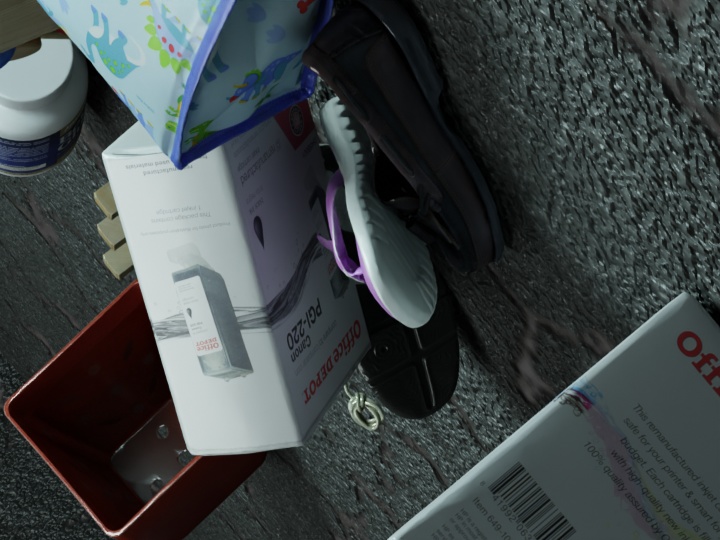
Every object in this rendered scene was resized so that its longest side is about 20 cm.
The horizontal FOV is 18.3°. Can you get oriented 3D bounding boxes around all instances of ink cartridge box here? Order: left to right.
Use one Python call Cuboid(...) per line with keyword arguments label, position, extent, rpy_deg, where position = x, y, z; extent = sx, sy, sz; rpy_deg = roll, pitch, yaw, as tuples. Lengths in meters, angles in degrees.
Cuboid(label="ink cartridge box", position=(-0.071, -0.007, 1.367), extent=(0.084, 0.146, 0.201), rpy_deg=(-5, 112, 21))
Cuboid(label="ink cartridge box", position=(0.127, 0.139, 1.151), extent=(0.147, 0.200, 0.146), rpy_deg=(50, 167, 7))

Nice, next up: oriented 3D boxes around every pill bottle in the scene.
Cuboid(label="pill bottle", position=(-0.289, -0.156, 1.910), extent=(0.111, 0.111, 0.200), rpy_deg=(51, 166, 3))

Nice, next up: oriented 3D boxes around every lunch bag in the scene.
Cuboid(label="lunch bag", position=(-0.096, -0.188, 1.212), extent=(0.170, 0.127, 0.200), rpy_deg=(47, 153, 19))

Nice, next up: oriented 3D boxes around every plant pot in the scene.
Cuboid(label="plant pot", position=(-0.207, 0.165, 2.288), extent=(0.200, 0.200, 0.176), rpy_deg=(45, 175, 27))

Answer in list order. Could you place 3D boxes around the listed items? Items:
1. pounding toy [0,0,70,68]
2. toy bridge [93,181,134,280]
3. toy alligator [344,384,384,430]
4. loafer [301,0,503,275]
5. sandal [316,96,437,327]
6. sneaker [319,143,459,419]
Cuboid(label="pounding toy", position=(-0.240, -0.199, 1.574), extent=(0.200, 0.183, 0.143), rpy_deg=(11, 125, 68))
Cuboid(label="toy bridge", position=(-0.200, -0.047, 1.977), extent=(0.027, 0.067, 0.200), rpy_deg=(49, 167, 10))
Cuboid(label="toy alligator", position=(-0.039, 0.032, 1.710), extent=(0.200, 0.059, 0.054), rpy_deg=(54, -153, -12))
Cuboid(label="loafer", position=(0.021, -0.068, 1.261), extent=(0.072, 0.063, 0.201), rpy_deg=(37, 159, 48))
Cuboid(label="sandal", position=(0.001, -0.026, 1.306), extent=(0.083, 0.050, 0.203), rpy_deg=(49, -164, -31))
Cuboid(label="sneaker", position=(0.000, 0.000, 1.503), extent=(0.201, 0.075, 0.115), rpy_deg=(65, 171, -15))
